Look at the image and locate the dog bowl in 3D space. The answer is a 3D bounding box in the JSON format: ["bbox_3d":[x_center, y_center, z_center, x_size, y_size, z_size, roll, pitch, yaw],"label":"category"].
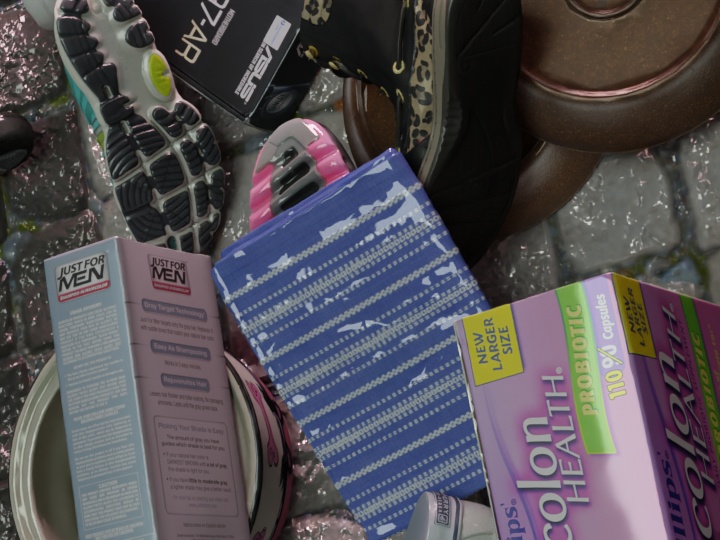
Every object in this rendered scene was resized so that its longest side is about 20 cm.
[{"bbox_3d":[-0.131,0.131,1.417,0.199,0.074,0.201,-5,80,30],"label":"dog bowl"}]

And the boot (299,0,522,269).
[{"bbox_3d":[0.027,-0.108,1.315,0.150,0.073,0.201,36,133,47],"label":"boot"}]

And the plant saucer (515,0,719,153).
[{"bbox_3d":[0.149,-0.171,1.289,0.199,0.034,0.201,-3,79,17],"label":"plant saucer"}]

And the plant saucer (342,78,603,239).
[{"bbox_3d":[0.068,-0.119,1.357,0.199,0.032,0.201,-4,83,31],"label":"plant saucer"}]

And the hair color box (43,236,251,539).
[{"bbox_3d":[-0.128,0.087,1.321,0.060,0.099,0.201,-16,75,29],"label":"hair color box"}]

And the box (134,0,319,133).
[{"bbox_3d":[-0.070,-0.215,1.443,0.160,0.043,0.200,37,103,30],"label":"box"}]

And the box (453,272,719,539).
[{"bbox_3d":[0.152,0.107,1.177,0.096,0.200,0.177,-18,74,28],"label":"box"}]

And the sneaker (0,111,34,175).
[{"bbox_3d":[-0.323,-0.115,1.566,0.199,0.075,0.116,-15,74,29],"label":"sneaker"}]

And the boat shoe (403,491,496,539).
[{"bbox_3d":[0.054,0.220,1.293,0.086,0.075,0.203,11,118,-9],"label":"boat shoe"}]

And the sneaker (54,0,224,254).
[{"bbox_3d":[-0.149,-0.101,1.449,0.077,0.080,0.201,-22,98,-16],"label":"sneaker"}]

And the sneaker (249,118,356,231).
[{"bbox_3d":[0.000,0.000,1.339,0.079,0.095,0.201,-24,86,28],"label":"sneaker"}]

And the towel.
[{"bbox_3d":[0.014,0.045,1.277,0.145,0.024,0.200,-31,88,22],"label":"towel"}]

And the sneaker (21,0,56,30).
[{"bbox_3d":[-0.194,-0.268,1.514,0.088,0.075,0.201,-1,82,19],"label":"sneaker"}]
